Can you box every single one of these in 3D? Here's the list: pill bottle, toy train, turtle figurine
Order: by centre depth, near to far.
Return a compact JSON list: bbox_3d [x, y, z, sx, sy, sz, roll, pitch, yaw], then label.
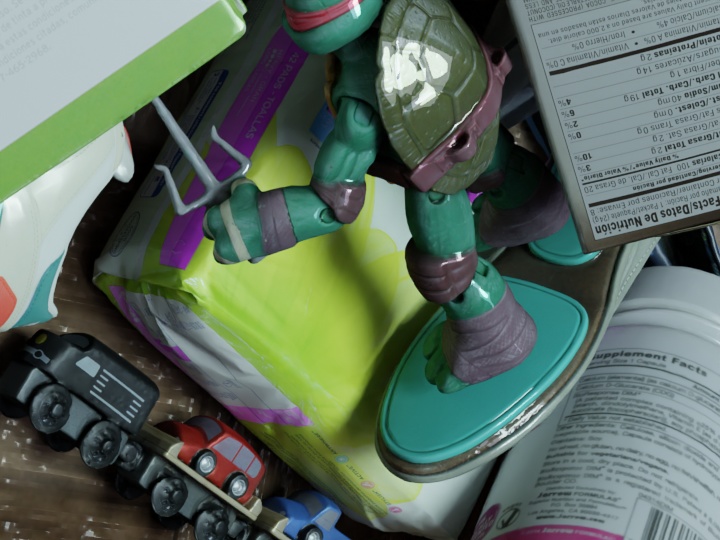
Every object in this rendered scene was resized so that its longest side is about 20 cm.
[{"bbox_3d":[0.006,-0.055,0.871,0.150,0.100,0.200,-57,132,-22],"label":"turtle figurine"},{"bbox_3d":[-0.062,0.078,0.952,0.200,0.034,0.046,41,74,-40],"label":"toy train"},{"bbox_3d":[0.112,0.095,1.020,0.114,0.113,0.200,66,32,-29],"label":"pill bottle"}]

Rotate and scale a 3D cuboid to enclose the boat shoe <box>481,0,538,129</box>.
[{"bbox_3d":[0.094,-0.135,0.995,0.200,0.065,0.074,-47,166,29],"label":"boat shoe"}]

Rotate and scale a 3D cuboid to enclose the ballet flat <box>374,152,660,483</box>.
[{"bbox_3d":[0.076,0.014,0.968,0.200,0.067,0.064,-56,148,-23],"label":"ballet flat"}]

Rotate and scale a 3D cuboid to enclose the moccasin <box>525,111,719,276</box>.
[{"bbox_3d":[0.127,-0.058,1.096,0.080,0.068,0.200,-43,122,-31],"label":"moccasin"}]

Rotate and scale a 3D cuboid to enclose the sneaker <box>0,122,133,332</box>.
[{"bbox_3d":[-0.117,-0.073,0.857,0.093,0.070,0.201,16,88,-52],"label":"sneaker"}]

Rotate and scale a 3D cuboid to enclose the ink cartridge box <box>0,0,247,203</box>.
[{"bbox_3d":[-0.147,-0.113,0.690,0.148,0.076,0.200,-34,106,-2],"label":"ink cartridge box"}]

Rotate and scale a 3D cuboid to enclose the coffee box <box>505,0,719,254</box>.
[{"bbox_3d":[0.088,-0.122,0.877,0.113,0.080,0.200,-92,165,-53],"label":"coffee box"}]

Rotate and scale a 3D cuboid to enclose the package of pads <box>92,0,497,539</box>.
[{"bbox_3d":[0.000,0.000,0.979,0.200,0.068,0.155,44,66,-39],"label":"package of pads"}]
